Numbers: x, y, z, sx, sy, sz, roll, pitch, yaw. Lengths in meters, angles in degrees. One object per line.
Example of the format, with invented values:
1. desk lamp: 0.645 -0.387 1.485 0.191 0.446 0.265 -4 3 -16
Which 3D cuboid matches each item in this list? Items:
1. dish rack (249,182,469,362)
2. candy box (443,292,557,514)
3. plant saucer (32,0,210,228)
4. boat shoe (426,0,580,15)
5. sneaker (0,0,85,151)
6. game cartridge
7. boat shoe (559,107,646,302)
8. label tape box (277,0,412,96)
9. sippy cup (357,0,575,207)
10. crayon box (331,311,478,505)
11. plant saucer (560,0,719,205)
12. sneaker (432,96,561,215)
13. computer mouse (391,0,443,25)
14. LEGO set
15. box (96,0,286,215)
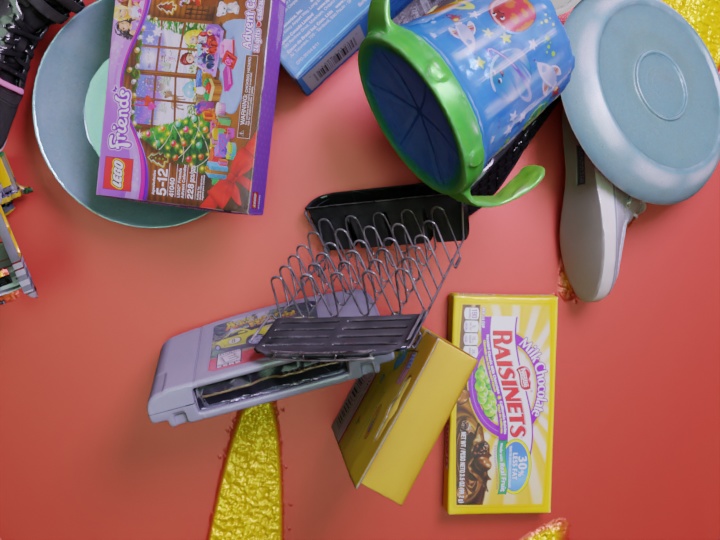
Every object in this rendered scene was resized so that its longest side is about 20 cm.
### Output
1. dish rack: 0.000 0.000 0.717 0.151 0.201 0.055 -5 120 27
2. candy box: 0.130 0.123 0.831 0.101 0.026 0.203 1 92 -9
3. plant saucer: -0.181 -0.138 0.783 0.198 0.039 0.205 0 92 -5
4. boat shoe: 0.123 -0.235 0.770 0.200 0.061 0.072 -36 112 -7
5. sneaker: -0.276 -0.194 0.722 0.098 0.071 0.203 -7 73 21
6. game cartridge: -0.077 0.067 0.753 0.197 0.133 0.041 -15 104 -3
7. boat shoe: 0.227 -0.074 0.809 0.070 0.070 0.204 -2 94 -20
8. label tape box: -0.059 -0.277 0.764 0.144 0.063 0.201 -40 83 4
9. sippy cup: 0.087 -0.149 0.685 0.130 0.179 0.140 -33 57 -14
10. crayon box: 0.032 0.108 0.733 0.050 0.200 0.128 29 90 -6
11. plant saucer: 0.258 -0.159 0.787 0.198 0.027 0.203 8 74 -29
12. sneaker: 0.112 -0.135 0.810 0.082 0.072 0.201 37 88 19
13. computer mouse: 0.101 -0.241 0.813 0.198 0.034 0.059 -26 102 -10
14. LEGO set: -0.347 -0.008 0.718 0.198 0.153 0.117 -25 110 -22
15. box: -0.137 -0.152 0.727 0.135 0.039 0.203 7 93 13
